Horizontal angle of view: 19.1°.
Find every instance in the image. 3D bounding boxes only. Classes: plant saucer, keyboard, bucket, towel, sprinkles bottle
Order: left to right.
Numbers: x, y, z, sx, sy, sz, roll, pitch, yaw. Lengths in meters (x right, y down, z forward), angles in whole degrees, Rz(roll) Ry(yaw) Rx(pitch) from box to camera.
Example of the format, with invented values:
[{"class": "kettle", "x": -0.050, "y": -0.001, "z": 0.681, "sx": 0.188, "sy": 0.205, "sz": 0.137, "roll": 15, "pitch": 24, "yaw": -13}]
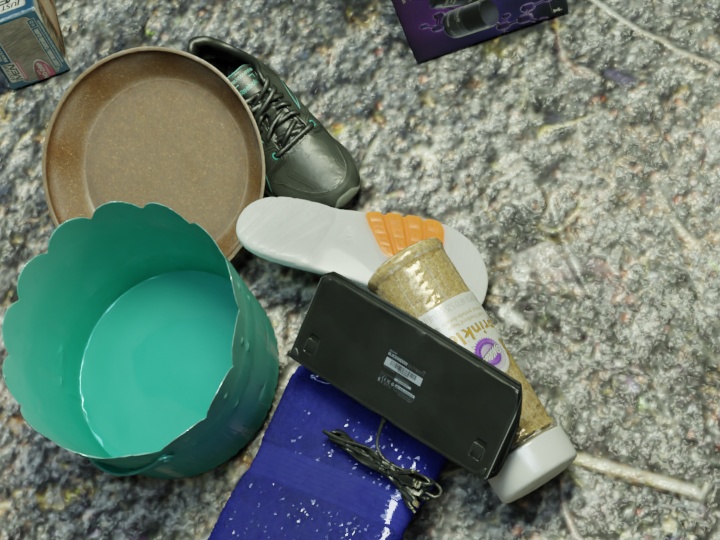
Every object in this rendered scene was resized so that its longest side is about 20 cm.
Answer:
[{"class": "bucket", "x": -0.166, "y": 0.063, "z": 1.658, "sx": 0.206, "sy": 0.135, "sz": 0.209, "roll": -5, "pitch": 70, "yaw": 15}, {"class": "plant saucer", "x": -0.166, "y": -0.084, "z": 1.764, "sx": 0.199, "sy": 0.037, "sz": 0.202, "roll": 2, "pitch": 96, "yaw": 17}, {"class": "towel", "x": -0.026, "y": 0.183, "z": 1.628, "sx": 0.147, "sy": 0.050, "sz": 0.201, "roll": 18, "pitch": 68, "yaw": 26}, {"class": "keyboard", "x": 0.026, "y": 0.097, "z": 1.592, "sx": 0.199, "sy": 0.021, "sz": 0.128, "roll": 31, "pitch": 104, "yaw": 30}, {"class": "sprinkles bottle", "x": 0.083, "y": 0.074, "z": 1.606, "sx": 0.068, "sy": 0.068, "sz": 0.201, "roll": -32, "pitch": 79, "yaw": -3}]

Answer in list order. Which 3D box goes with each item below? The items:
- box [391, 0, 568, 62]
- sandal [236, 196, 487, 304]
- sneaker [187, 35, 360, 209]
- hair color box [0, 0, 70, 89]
[{"class": "box", "x": 0.081, "y": -0.271, "z": 1.734, "sx": 0.140, "sy": 0.200, "sz": 0.079, "roll": -21, "pitch": 60, "yaw": 5}, {"class": "sandal", "x": 0.002, "y": -0.007, "z": 1.703, "sx": 0.205, "sy": 0.059, "sz": 0.080, "roll": 16, "pitch": 56, "yaw": 7}, {"class": "sneaker", "x": -0.080, "y": -0.122, "z": 1.775, "sx": 0.075, "sy": 0.079, "sz": 0.200, "roll": -44, "pitch": 63, "yaw": -10}, {"class": "hair color box", "x": -0.317, "y": -0.273, "z": 1.901, "sx": 0.060, "sy": 0.100, "sz": 0.201, "roll": -19, "pitch": 61, "yaw": 4}]
